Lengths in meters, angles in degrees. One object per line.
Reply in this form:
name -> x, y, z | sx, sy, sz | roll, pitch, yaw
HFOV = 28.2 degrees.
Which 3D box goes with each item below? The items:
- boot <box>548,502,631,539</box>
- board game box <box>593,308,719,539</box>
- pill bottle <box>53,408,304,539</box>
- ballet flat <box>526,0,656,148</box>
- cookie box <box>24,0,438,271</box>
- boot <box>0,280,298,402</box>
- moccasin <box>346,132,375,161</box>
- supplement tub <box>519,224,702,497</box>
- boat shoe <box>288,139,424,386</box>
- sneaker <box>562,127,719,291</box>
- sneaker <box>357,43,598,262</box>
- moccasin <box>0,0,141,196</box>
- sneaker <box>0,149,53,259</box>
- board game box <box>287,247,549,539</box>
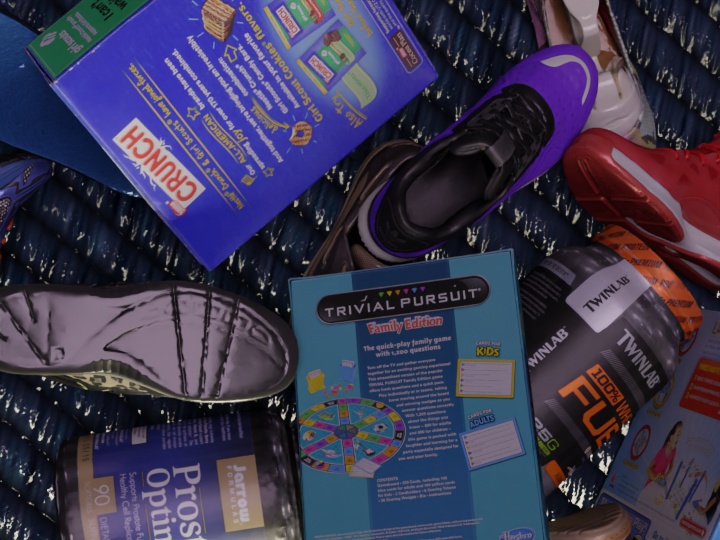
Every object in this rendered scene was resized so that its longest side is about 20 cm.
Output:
boot -> 0.155, 0.247, 0.958 | 0.072, 0.200, 0.167 | -14, 78, -13
board game box -> 0.238, 0.129, 0.969 | 0.056, 0.200, 0.197 | 25, 89, -9
pill bottle -> -0.101, 0.155, 0.980 | 0.199, 0.112, 0.113 | -8, 91, -5
ballet flat -> 0.162, -0.156, 1.024 | 0.069, 0.071, 0.201 | -19, 92, 0
cookie box -> -0.078, -0.131, 0.908 | 0.200, 0.075, 0.171 | -40, 125, -5
boot -> -0.145, 0.046, 0.954 | 0.202, 0.154, 0.074 | 6, 85, -6
moccasin -> -0.083, -0.119, 0.997 | 0.199, 0.080, 0.069 | 10, 94, -5
supplement tub -> 0.134, 0.069, 0.997 | 0.200, 0.123, 0.123 | -43, 94, -4
boat shoe -> 0.000, 0.000, 1.008 | 0.074, 0.073, 0.201 | 18, 88, -5
sneaker -> 0.227, -0.074, 1.017 | 0.200, 0.078, 0.116 | 35, 74, -38
sneaker -> 0.089, -0.078, 0.940 | 0.200, 0.100, 0.070 | -42, 92, -9
moccasin -> -0.211, -0.111, 0.947 | 0.081, 0.068, 0.200 | -48, 125, 3
sneaker -> -0.277, -0.001, 0.990 | 0.078, 0.075, 0.200 | 40, 90, -20
board game box -> 0.036, 0.096, 0.915 | 0.150, 0.047, 0.201 | -7, 68, 8
